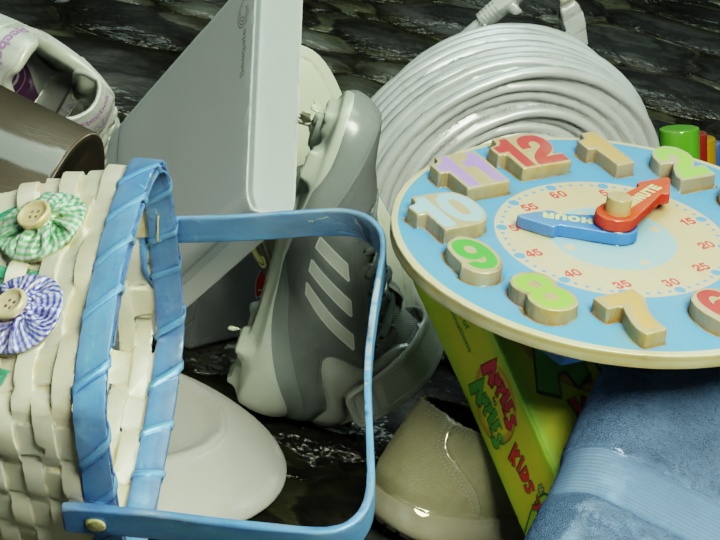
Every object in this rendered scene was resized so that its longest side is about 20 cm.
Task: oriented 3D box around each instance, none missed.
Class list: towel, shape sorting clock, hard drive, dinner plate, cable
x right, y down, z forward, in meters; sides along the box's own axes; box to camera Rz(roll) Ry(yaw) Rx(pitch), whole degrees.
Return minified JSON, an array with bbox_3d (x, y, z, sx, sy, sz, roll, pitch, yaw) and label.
[{"bbox_3d":[0.131,0.106,0.840,0.111,0.049,0.200,29,52,1],"label":"towel"},{"bbox_3d":[0.112,-0.015,0.889,0.199,0.039,0.200,2,26,-1],"label":"shape sorting clock"},{"bbox_3d":[-0.085,-0.050,1.014,0.027,0.132,0.200,13,-26,-25],"label":"hard drive"},{"bbox_3d":[-0.131,0.071,0.967,0.199,0.024,0.200,11,18,-4],"label":"dinner plate"},{"bbox_3d":[0.080,-0.041,1.155,0.200,0.200,0.069,54,2,-32],"label":"cable"}]

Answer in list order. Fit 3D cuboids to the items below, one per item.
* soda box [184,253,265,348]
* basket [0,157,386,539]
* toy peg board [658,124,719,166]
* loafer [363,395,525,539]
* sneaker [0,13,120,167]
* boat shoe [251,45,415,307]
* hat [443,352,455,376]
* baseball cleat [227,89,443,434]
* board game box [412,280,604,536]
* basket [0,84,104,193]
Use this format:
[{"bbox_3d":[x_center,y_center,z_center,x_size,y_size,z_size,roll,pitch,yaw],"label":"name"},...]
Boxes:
[{"bbox_3d":[-0.050,-0.011,1.185,0.063,0.069,0.200,25,23,33],"label":"soda box"},{"bbox_3d":[-0.090,0.043,0.850,0.199,0.139,0.177,3,46,0],"label":"basket"},{"bbox_3d":[0.159,-0.059,1.339,0.199,0.098,0.199,1,15,17],"label":"toy peg board"},{"bbox_3d":[0.097,0.093,0.980,0.199,0.069,0.076,-1,23,-35],"label":"loafer"},{"bbox_3d":[-0.177,-0.079,1.188,0.099,0.075,0.200,17,-20,37],"label":"sneaker"},{"bbox_3d":[-0.026,-0.024,1.071,0.072,0.202,0.060,-27,19,-28],"label":"boat shoe"},{"bbox_3d":[0.148,0.038,1.066,0.200,0.081,0.201,13,-5,1],"label":"hat"},{"bbox_3d":[0.000,0.000,0.988,0.106,0.200,0.070,18,43,-4],"label":"baseball cleat"},{"bbox_3d":[0.110,0.066,0.923,0.101,0.048,0.201,-8,60,-25],"label":"board game box"},{"bbox_3d":[-0.252,-0.054,1.084,0.199,0.136,0.181,21,40,8],"label":"basket"}]
